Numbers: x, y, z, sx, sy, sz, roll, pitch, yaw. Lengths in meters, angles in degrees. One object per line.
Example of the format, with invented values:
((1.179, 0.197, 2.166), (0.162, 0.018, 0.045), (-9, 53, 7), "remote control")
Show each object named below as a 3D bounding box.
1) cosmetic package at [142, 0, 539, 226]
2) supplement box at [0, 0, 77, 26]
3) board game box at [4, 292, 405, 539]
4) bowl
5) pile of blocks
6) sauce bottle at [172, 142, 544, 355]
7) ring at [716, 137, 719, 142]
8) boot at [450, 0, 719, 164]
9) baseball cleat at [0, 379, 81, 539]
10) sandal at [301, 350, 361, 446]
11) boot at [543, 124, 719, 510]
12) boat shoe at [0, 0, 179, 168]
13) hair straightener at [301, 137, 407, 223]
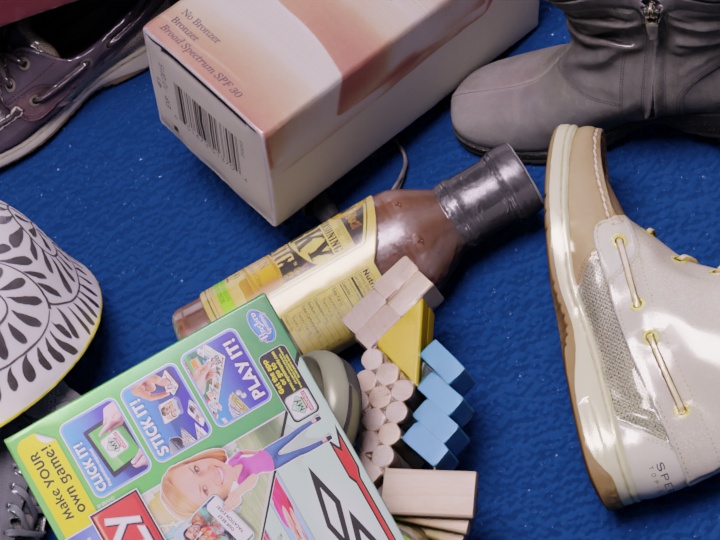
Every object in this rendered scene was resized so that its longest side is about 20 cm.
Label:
((-0.007, -0.131, 1.041), (0.200, 0.087, 0.103), (-40, 64, -21), "cosmetic package")
((-0.160, -0.250, 1.118), (0.199, 0.133, 0.197), (-17, 25, 10), "supplement box")
((-0.052, 0.130, 0.867), (0.134, 0.029, 0.200), (-30, 87, -8), "board game box")
((-0.246, 0.012, 1.020), (0.200, 0.094, 0.201), (-15, 32, 9), "bowl")
((0.026, 0.097, 0.944), (0.082, 0.062, 0.201), (3, 70, 19), "pile of blocks")
((0.000, 0.000, 1.007), (0.200, 0.065, 0.065), (-30, 56, -1), "sauce bottle")
((0.271, -0.124, 1.012), (0.200, 0.019, 0.201), (-8, 59, 14), "ring")
((0.117, -0.119, 0.984), (0.199, 0.131, 0.068), (-4, 61, 30), "boot")
((-0.182, 0.112, 1.000), (0.106, 0.070, 0.200), (-28, 57, 2), "baseball cleat")
((-0.065, 0.126, 0.915), (0.080, 0.057, 0.201), (19, 86, 56), "sandal")
((0.172, 0.007, 0.938), (0.154, 0.072, 0.201), (-13, 63, 12), "boot")
((-0.187, -0.127, 1.144), (0.200, 0.065, 0.072), (-31, 56, 0), "boat shoe")
((-0.028, -0.103, 1.089), (0.077, 0.041, 0.200), (-29, 56, 2), "hair straightener")
